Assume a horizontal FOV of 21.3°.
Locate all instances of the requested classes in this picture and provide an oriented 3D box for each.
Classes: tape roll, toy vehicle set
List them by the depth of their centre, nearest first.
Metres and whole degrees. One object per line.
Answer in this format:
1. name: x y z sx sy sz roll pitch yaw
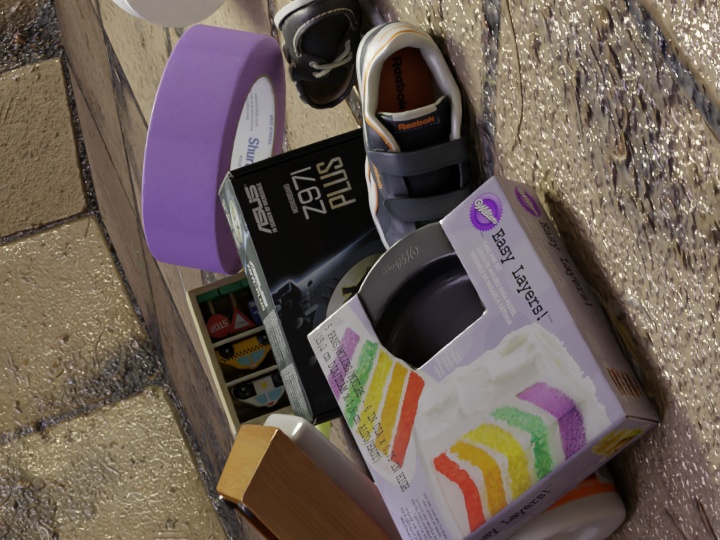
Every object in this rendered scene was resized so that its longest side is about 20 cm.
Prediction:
1. tape roll: -0.120 -0.101 1.597 0.200 0.065 0.202 10 -90 -79
2. toy vehicle set: -0.034 0.045 1.601 0.027 0.198 0.125 124 126 -76

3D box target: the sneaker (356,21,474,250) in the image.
1. sneaker: 0.041 -0.079 1.376 0.079 0.078 0.202 -156 50 -81

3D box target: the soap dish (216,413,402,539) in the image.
1. soap dish: -0.019 0.200 1.455 0.200 0.081 0.157 45 168 -7

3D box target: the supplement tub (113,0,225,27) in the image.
1. supplement tub: -0.210 -0.340 1.948 0.200 0.144 0.146 -127 22 -55

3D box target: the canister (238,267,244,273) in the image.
1. canister: -0.044 0.017 1.734 0.200 0.147 0.087 163 87 -80

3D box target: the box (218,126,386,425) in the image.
1. box: 0.000 0.000 1.472 0.086 0.162 0.202 140 111 -77

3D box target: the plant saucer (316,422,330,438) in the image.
1. plant saucer: -0.060 0.155 2.112 0.200 0.031 0.202 -176 90 -82

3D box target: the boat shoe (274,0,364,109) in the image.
1. boat shoe: -0.030 -0.180 1.556 0.200 0.073 0.061 122 129 -78

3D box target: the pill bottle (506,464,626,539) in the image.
1. pill bottle: 0.093 0.103 1.323 0.114 0.113 0.201 99 149 -65

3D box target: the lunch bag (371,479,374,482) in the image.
1. lunch bag: 0.008 0.329 2.138 0.161 0.075 0.201 93 154 -66

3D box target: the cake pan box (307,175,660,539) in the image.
1. cake pan box: 0.073 0.066 1.238 0.052 0.184 0.201 17 -139 -53
